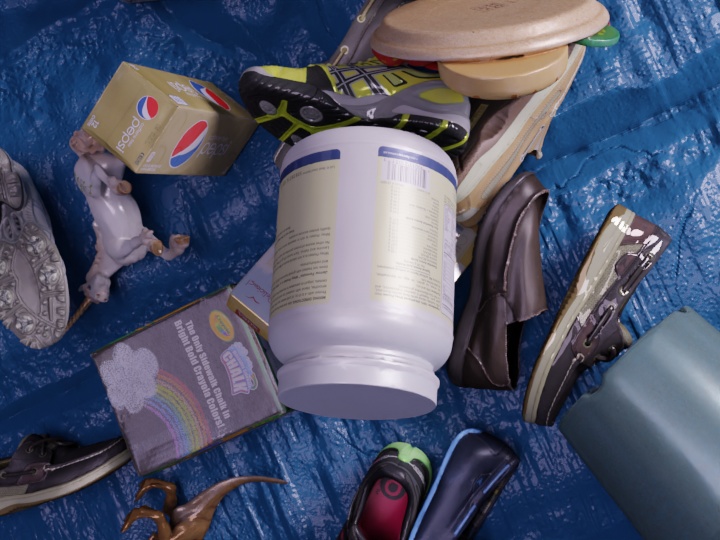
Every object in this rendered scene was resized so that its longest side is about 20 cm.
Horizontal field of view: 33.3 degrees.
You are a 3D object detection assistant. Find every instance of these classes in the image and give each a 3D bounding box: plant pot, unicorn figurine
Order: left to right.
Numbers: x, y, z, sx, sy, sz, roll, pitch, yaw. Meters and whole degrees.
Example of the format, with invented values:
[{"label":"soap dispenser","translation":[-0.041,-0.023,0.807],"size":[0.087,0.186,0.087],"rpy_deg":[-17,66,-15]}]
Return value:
[{"label":"unicorn figurine","translation":[-0.228,-0.042,1.130],"size":[0.137,0.074,0.202],"rpy_deg":[1,100,45]},{"label":"plant pot","translation":[0.277,0.147,0.965],"size":[0.200,0.200,0.196],"rpy_deg":[-45,74,13]}]

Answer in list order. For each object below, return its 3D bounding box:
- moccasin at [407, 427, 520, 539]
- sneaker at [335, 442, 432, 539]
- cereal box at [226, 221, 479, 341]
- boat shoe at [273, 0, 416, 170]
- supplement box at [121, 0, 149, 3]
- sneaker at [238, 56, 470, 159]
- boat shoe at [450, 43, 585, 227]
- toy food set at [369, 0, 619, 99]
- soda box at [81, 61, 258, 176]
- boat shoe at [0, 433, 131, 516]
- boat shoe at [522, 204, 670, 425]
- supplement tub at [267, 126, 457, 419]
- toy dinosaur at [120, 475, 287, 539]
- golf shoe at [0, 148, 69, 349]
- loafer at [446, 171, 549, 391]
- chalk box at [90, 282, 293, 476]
[{"label":"moccasin","translation":[0.082,0.242,1.069],"size":[0.068,0.080,0.201],"rpy_deg":[23,99,19]},{"label":"sneaker","translation":[0.004,0.253,1.090],"size":[0.076,0.084,0.202],"rpy_deg":[17,97,15]},{"label":"cereal box","translation":[0.000,0.000,1.043],"size":[0.144,0.040,0.200],"rpy_deg":[40,68,2]},{"label":"boat shoe","translation":[-0.016,-0.169,1.085],"size":[0.060,0.072,0.202],"rpy_deg":[40,95,10]},{"label":"supplement box","translation":[-0.143,-0.323,1.109],"size":[0.198,0.073,0.127],"rpy_deg":[-2,92,14]},{"label":"sneaker","translation":[-0.004,-0.144,1.023],"size":[0.198,0.076,0.077],"rpy_deg":[12,60,1]},{"label":"boat shoe","translation":[0.134,-0.127,1.051],"size":[0.200,0.076,0.072],"rpy_deg":[-50,36,-2]},{"label":"toy food set","translation":[0.107,-0.189,0.968],"size":[0.199,0.197,0.049],"rpy_deg":[15,122,43]},{"label":"soda box","translation":[-0.160,-0.128,1.057],"size":[0.064,0.200,0.068],"rpy_deg":[38,102,10]},{"label":"boat shoe","translation":[-0.317,0.193,1.182],"size":[0.200,0.072,0.066],"rpy_deg":[-21,92,20]},{"label":"boat shoe","translation":[0.201,0.047,1.028],"size":[0.066,0.072,0.202],"rpy_deg":[24,95,14]},{"label":"supplement tub","translation":[0.002,0.005,0.941],"size":[0.144,0.145,0.202],"rpy_deg":[-2,71,15]},{"label":"toy dinosaur","translation":[-0.166,0.239,1.160],"size":[0.106,0.060,0.201],"rpy_deg":[31,107,-13]},{"label":"golf shoe","translation":[-0.313,-0.021,1.156],"size":[0.078,0.097,0.201],"rpy_deg":[-22,78,11]},{"label":"loafer","translation":[0.135,0.014,1.049],"size":[0.071,0.073,0.202],"rpy_deg":[20,108,26]},{"label":"chalk box","translation":[-0.117,0.086,1.097],"size":[0.199,0.124,0.125],"rpy_deg":[-24,85,14]}]
